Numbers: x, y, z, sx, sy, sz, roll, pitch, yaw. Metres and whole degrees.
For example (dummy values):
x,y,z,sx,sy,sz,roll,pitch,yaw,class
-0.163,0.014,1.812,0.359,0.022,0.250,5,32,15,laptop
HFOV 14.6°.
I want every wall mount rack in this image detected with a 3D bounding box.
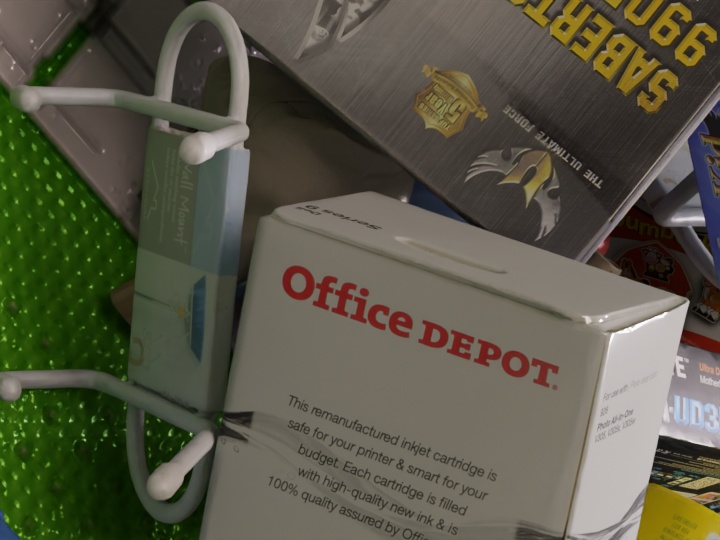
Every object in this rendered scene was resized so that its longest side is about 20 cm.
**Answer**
x,y,z,sx,sy,sz,roll,pitch,yaw,class
0.172,-0.084,1.313,0.173,0.075,0.201,-3,57,-50,wall mount rack
-0.077,0.003,1.031,0.074,0.174,0.201,0,100,-31,wall mount rack

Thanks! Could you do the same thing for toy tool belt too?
x,y,z,sx,sy,sz,roll,pitch,yaw,class
0.000,0.000,1.181,0.199,0.125,0.123,23,103,-32,toy tool belt

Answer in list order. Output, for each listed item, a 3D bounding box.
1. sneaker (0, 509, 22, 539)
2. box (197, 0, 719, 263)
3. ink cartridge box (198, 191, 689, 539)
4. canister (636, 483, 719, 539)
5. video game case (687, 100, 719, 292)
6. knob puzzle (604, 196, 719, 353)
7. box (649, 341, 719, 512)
x,y,z,sx,sy,sz,roll,pitch,yaw,class
-0.163,0.052,1.028,0.200,0.077,0.112,35,67,-23,sneaker
0.048,-0.114,1.077,0.200,0.048,0.159,40,89,7,box
0.024,0.087,1.028,0.084,0.145,0.201,-16,121,-60,ink cartridge box
0.107,0.204,1.133,0.200,0.086,0.149,-55,131,-10,canister
0.202,-0.086,1.200,0.181,0.045,0.201,-35,118,-45,video game case
0.172,0.000,1.328,0.218,0.030,0.221,6,59,-10,knob puzzle
0.083,0.074,1.163,0.200,0.158,0.046,15,62,-50,box
